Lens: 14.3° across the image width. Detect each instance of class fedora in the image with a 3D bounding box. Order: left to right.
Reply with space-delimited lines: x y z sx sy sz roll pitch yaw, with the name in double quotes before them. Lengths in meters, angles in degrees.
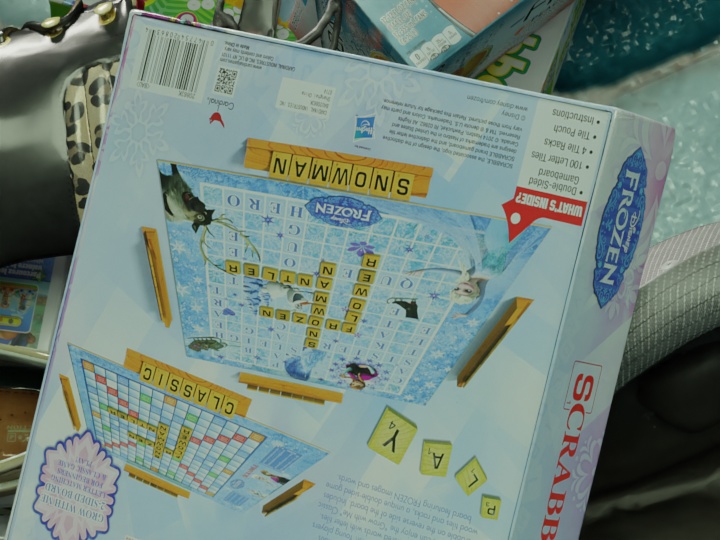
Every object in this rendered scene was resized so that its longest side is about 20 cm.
"fedora" 0.113 0.057 0.961 0.200 0.177 0.090 -46 30 12

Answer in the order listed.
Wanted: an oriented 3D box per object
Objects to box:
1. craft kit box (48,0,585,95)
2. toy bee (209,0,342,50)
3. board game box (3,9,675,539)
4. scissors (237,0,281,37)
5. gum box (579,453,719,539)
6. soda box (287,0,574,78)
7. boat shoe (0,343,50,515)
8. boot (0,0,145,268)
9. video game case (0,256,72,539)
"craft kit box" 0.002 -0.150 1.152 0.196 0.049 0.201 18 66 5
"toy bee" 0.000 0.000 1.019 0.130 0.109 0.201 8 78 -1
"board game box" -0.013 0.031 0.911 0.199 0.041 0.201 15 92 37
"scissors" -0.038 -0.070 1.090 0.073 0.014 0.201 26 89 16
"gum box" 0.074 0.107 1.028 0.199 0.045 0.171 -9 64 -5
"soda box" 0.068 -0.137 1.081 0.200 0.068 0.064 -39 82 -20
"boat shoe" -0.170 0.051 1.021 0.198 0.068 0.075 -2 65 -1
"boot" -0.153 -0.081 1.073 0.150 0.073 0.201 -9 69 3
"video game case" -0.182 0.003 1.092 0.142 0.018 0.201 8 65 3
